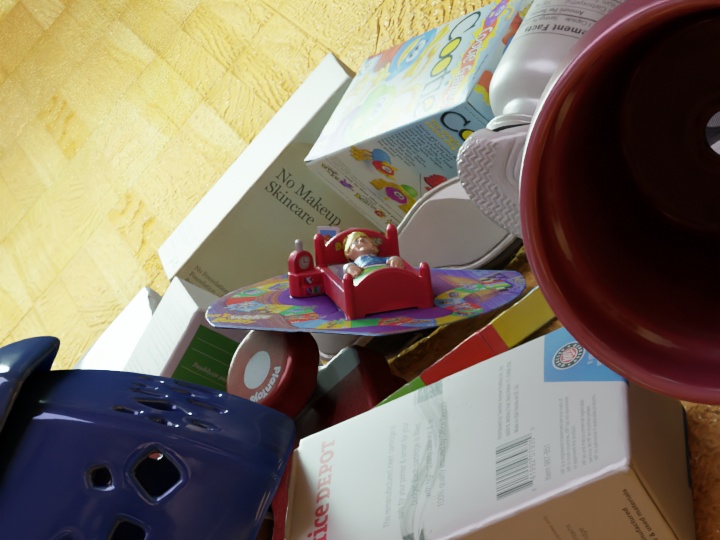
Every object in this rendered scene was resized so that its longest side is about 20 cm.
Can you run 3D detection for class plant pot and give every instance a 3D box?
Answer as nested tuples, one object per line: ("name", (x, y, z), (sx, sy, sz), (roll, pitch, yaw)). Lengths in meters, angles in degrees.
("plant pot", (0.181, -0.055, 1.365), (0.200, 0.200, 0.179), (-45, 6, 17))
("plant pot", (-0.156, 0.146, 1.536), (0.200, 0.180, 0.200), (-71, 5, -84))

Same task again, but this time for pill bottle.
("pill bottle", (0.145, -0.118, 1.738), (0.114, 0.114, 0.200), (-17, 39, 57))

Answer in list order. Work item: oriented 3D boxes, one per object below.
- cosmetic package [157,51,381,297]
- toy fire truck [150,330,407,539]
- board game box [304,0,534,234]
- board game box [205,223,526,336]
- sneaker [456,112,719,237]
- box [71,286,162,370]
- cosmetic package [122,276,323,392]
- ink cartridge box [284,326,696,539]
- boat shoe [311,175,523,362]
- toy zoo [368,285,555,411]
("cosmetic package", (-0.044, -0.047, 2.040), (0.200, 0.104, 0.073), (-49, 21, 8))
("toy fire truck", (-0.043, 0.141, 1.724), (0.200, 0.112, 0.168), (-42, 40, 25))
("board game box", (0.072, -0.099, 1.877), (0.200, 0.105, 0.103), (-17, 38, 56))
("board game box", (0.000, 0.000, 1.725), (0.200, 0.039, 0.158), (2, 15, 33))
("sneaker", (0.160, -0.066, 1.579), (0.200, 0.076, 0.114), (5, 32, 13))
("box", (-0.171, 0.138, 1.979), (0.200, 0.106, 0.152), (-48, 20, 10))
("cosmetic package", (-0.120, 0.120, 1.853), (0.200, 0.108, 0.085), (-62, 20, 7))
("ink cartridge box", (0.067, 0.122, 1.456), (0.200, 0.084, 0.145), (-24, 29, 18))
("boat shoe", (0.050, -0.004, 1.825), (0.200, 0.057, 0.067), (-37, 64, 23))
("toy zoo", (0.103, 0.023, 1.641), (0.200, 0.020, 0.131), (-38, -3, 33))
